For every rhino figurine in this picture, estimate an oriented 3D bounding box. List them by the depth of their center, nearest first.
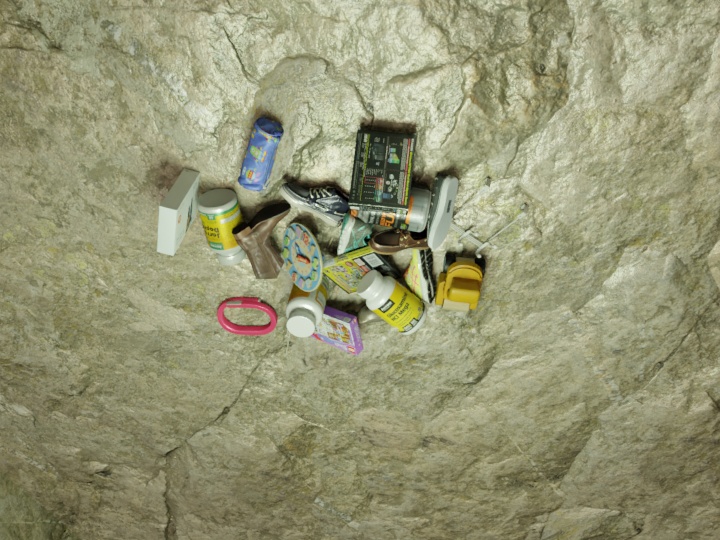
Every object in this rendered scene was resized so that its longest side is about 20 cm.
[{"bbox_3d":[0.024,0.130,1.815,0.199,0.088,0.060,-13,124,16],"label":"rhino figurine"}]

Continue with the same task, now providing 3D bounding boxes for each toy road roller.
[{"bbox_3d":[0.288,0.058,1.690,0.122,0.146,0.200,7,128,2],"label":"toy road roller"}]

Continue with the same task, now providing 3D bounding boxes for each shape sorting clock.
[{"bbox_3d":[-0.169,-0.037,1.667,0.039,0.200,0.200,-13,140,-39],"label":"shape sorting clock"}]

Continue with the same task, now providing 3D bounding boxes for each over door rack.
[{"bbox_3d":[0.332,-0.132,1.590,0.148,0.067,0.200,31,125,-17],"label":"over door rack"}]

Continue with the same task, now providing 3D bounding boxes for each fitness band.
[{"bbox_3d":[-0.370,0.151,1.915,0.199,0.037,0.144,1,130,8],"label":"fitness band"}]

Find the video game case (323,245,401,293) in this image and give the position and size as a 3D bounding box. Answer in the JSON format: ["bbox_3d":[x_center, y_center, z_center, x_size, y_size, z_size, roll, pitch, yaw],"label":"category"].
[{"bbox_3d":[0.000,0.000,1.706,0.180,0.026,0.200,-18,150,19],"label":"video game case"}]

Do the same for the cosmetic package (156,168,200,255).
[{"bbox_3d":[-0.490,-0.160,1.584,0.052,0.200,0.151,13,128,-4],"label":"cosmetic package"}]

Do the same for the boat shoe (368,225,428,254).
[{"bbox_3d":[0.120,-0.093,1.607,0.199,0.071,0.070,-9,156,-26],"label":"boat shoe"}]

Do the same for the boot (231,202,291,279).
[{"bbox_3d":[-0.248,-0.076,1.671,0.186,0.064,0.200,-28,129,-4],"label":"boot"}]

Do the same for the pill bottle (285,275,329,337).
[{"bbox_3d":[-0.161,0.101,1.743,0.111,0.200,0.111,3,128,5],"label":"pill bottle"}]

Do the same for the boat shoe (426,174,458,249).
[{"bbox_3d":[0.208,-0.158,1.561,0.057,0.069,0.201,26,111,37],"label":"boat shoe"}]

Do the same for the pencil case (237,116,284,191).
[{"bbox_3d":[-0.259,-0.296,1.528,0.087,0.078,0.200,38,128,15],"label":"pencil case"}]

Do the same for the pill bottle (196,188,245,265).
[{"bbox_3d":[-0.385,-0.119,1.659,0.112,0.113,0.200,0,128,7],"label":"pill bottle"}]

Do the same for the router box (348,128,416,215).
[{"bbox_3d":[0.056,-0.246,1.466,0.149,0.201,0.062,7,172,3],"label":"router box"}]

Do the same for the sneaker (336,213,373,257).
[{"bbox_3d":[-0.016,-0.079,1.644,0.091,0.078,0.200,12,151,-4],"label":"sneaker"}]

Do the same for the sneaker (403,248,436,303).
[{"bbox_3d":[0.162,0.006,1.714,0.090,0.078,0.201,7,120,31],"label":"sneaker"}]

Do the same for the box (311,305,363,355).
[{"bbox_3d":[-0.089,0.176,1.835,0.200,0.039,0.137,18,135,34],"label":"box"}]

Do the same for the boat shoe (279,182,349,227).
[{"bbox_3d":[-0.114,-0.203,1.591,0.200,0.075,0.093,27,125,-24],"label":"boat shoe"}]

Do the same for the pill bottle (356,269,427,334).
[{"bbox_3d":[0.089,0.089,1.696,0.200,0.113,0.112,38,123,-21],"label":"pill bottle"}]

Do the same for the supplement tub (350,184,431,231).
[{"bbox_3d":[0.079,-0.176,1.552,0.199,0.123,0.123,9,128,0],"label":"supplement tub"}]
